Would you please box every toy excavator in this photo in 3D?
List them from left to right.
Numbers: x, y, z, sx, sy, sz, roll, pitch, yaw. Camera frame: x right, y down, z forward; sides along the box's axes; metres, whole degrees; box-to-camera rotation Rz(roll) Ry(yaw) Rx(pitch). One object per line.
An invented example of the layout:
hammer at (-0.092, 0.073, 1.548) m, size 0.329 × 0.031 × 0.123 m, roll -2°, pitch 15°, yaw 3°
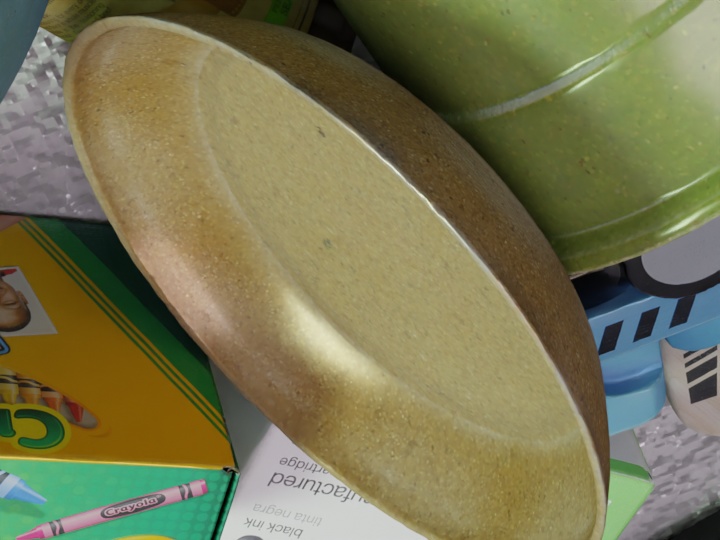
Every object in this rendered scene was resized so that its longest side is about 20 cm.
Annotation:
toy excavator at (0.098, 0.011, 0.845) m, size 0.194 × 0.100 × 0.200 m, roll -20°, pitch 137°, yaw -8°

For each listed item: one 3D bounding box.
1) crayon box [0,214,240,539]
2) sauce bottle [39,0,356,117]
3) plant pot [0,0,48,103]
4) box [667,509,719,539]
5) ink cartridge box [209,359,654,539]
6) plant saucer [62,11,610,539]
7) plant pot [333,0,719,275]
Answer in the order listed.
crayon box at (-0.147, 0.037, 0.774) m, size 0.199 × 0.119 × 0.058 m, roll 4°, pitch 127°, yaw -20°
sauce bottle at (-0.090, -0.103, 0.711) m, size 0.200 × 0.065 × 0.065 m, roll 27°, pitch 117°, yaw -34°
plant pot at (-0.187, -0.055, 0.632) m, size 0.199 × 0.135 × 0.201 m, roll 6°, pitch 141°, yaw 5°
box at (0.122, 0.204, 1.040) m, size 0.193 × 0.048 × 0.200 m, roll -29°, pitch 131°, yaw 11°
ink cartridge box at (-0.013, 0.105, 0.892) m, size 0.145 × 0.084 × 0.200 m, roll 14°, pitch 123°, yaw -26°
plant saucer at (0.000, 0.000, 0.699) m, size 0.035 × 0.200 × 0.201 m, roll -44°, pitch 135°, yaw -23°
plant pot at (0.038, -0.136, 0.664) m, size 0.200 × 0.200 × 0.190 m, roll -39°, pitch 115°, yaw 16°
